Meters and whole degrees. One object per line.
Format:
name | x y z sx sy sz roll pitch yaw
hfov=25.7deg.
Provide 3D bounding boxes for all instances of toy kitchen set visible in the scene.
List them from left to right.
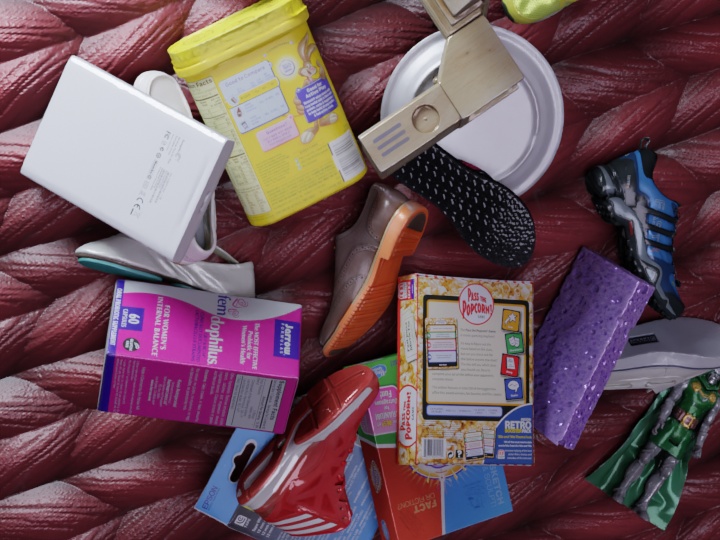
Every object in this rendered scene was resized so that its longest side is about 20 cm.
toy kitchen set | 0.041 -0.231 1.569 0.179 0.163 0.201 -33 87 0

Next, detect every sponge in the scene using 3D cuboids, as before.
sponge | 0.240 0.084 1.745 0.030 0.111 0.202 21 99 -35

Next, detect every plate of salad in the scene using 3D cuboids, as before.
plate of salad | 0.119 -0.165 1.692 0.197 0.048 0.203 0 107 -1

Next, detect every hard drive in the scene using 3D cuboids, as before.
hard drive | -0.235 -0.113 1.577 0.199 0.026 0.133 29 98 20

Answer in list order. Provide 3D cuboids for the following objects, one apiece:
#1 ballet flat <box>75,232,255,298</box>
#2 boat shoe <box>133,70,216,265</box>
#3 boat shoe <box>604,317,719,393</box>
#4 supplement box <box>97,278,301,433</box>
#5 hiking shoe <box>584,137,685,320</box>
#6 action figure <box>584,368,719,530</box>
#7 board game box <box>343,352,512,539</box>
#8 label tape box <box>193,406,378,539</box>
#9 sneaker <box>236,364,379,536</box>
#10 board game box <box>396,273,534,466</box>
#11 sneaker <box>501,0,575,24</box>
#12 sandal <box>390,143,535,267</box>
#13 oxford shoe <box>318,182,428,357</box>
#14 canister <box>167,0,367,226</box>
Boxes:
ballet flat | -0.200 -0.011 1.655 0.198 0.069 0.070 18 99 -20
boat shoe | -0.180 -0.109 1.606 0.070 0.069 0.203 -15 93 -35
boat shoe | 0.338 0.105 1.803 0.197 0.071 0.070 -6 132 -15
supplement box | -0.165 0.090 1.633 0.197 0.102 0.104 8 138 -10
hiking shoe | 0.328 -0.040 1.754 0.086 0.074 0.202 -28 108 -4
action figure | 0.363 0.191 1.832 0.117 0.055 0.201 31 91 -15
board game box | 0.075 0.185 1.722 0.151 0.040 0.203 -14 91 -27
label tape box | -0.068 0.232 1.737 0.198 0.066 0.145 27 95 -15
sneaker | -0.030 0.199 1.677 0.200 0.079 0.115 -44 116 11
board game box | 0.114 0.109 1.700 0.150 0.046 0.203 4 83 -26
sneaker | 0.237 -0.326 1.657 0.199 0.090 0.079 -35 110 -1
sandal | 0.109 -0.083 1.675 0.199 0.045 0.075 39 108 0
oxford shoe | 0.000 0.000 1.705 0.073 0.071 0.201 36 107 23
canister | -0.092 -0.165 1.625 0.147 0.087 0.202 -25 109 -5
